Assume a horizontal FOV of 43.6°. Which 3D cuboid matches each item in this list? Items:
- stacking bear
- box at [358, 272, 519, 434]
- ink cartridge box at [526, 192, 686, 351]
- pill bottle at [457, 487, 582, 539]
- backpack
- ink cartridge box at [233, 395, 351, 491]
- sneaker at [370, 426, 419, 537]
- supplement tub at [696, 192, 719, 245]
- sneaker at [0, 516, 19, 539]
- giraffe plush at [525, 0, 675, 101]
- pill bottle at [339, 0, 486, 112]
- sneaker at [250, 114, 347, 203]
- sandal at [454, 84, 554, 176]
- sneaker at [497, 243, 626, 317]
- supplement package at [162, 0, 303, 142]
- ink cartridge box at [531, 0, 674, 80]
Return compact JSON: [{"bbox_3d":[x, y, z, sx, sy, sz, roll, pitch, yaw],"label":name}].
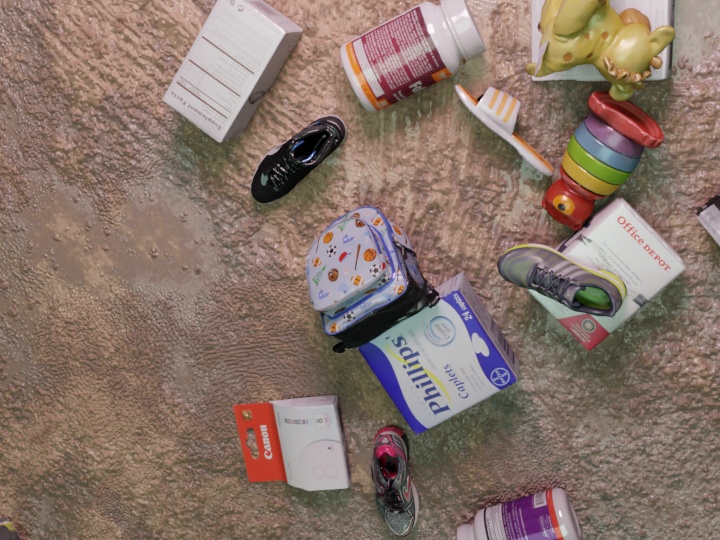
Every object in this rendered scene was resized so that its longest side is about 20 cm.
[{"bbox_3d":[0.350,-0.155,1.358,0.121,0.114,0.201,36,120,9],"label":"stacking bear"},{"bbox_3d":[0.130,0.138,1.483,0.199,0.105,0.185,-32,98,18],"label":"box"},{"bbox_3d":[0.380,0.001,1.408,0.145,0.084,0.200,43,109,-4],"label":"ink cartridge box"},{"bbox_3d":[0.272,0.452,1.544,0.198,0.113,0.113,-21,102,16],"label":"pill bottle"},{"bbox_3d":[0.000,0.000,1.419,0.199,0.192,0.154,-28,139,17],"label":"backpack"},{"bbox_3d":[-0.124,0.313,1.611,0.198,0.057,0.164,-8,105,7],"label":"ink cartridge box"},{"bbox_3d":[0.053,0.379,1.583,0.080,0.075,0.202,-8,105,12],"label":"sneaker"},{"bbox_3d":[0.605,-0.100,1.311,0.200,0.123,0.123,-41,96,19],"label":"supplement tub"},{"bbox_3d":[-0.759,0.519,1.779,0.199,0.074,0.085,27,115,11],"label":"sneaker"},{"bbox_3d":[0.337,-0.325,1.237,0.161,0.173,0.202,20,80,-5],"label":"giraffe plush"},{"bbox_3d":[0.080,-0.329,1.352,0.199,0.114,0.115,-23,101,16],"label":"pill bottle"},{"bbox_3d":[-0.114,-0.174,1.432,0.200,0.112,0.073,-39,95,18],"label":"sneaker"},{"bbox_3d":[0.231,-0.229,1.378,0.206,0.079,0.059,38,108,-11],"label":"sandal"},{"bbox_3d":[0.300,0.016,1.341,0.198,0.081,0.075,16,108,8],"label":"sneaker"},{"bbox_3d":[-0.197,-0.320,1.403,0.117,0.117,0.201,35,109,-1],"label":"supplement package"},{"bbox_3d":[0.357,-0.365,1.331,0.198,0.057,0.164,6,108,30],"label":"ink cartridge box"}]
